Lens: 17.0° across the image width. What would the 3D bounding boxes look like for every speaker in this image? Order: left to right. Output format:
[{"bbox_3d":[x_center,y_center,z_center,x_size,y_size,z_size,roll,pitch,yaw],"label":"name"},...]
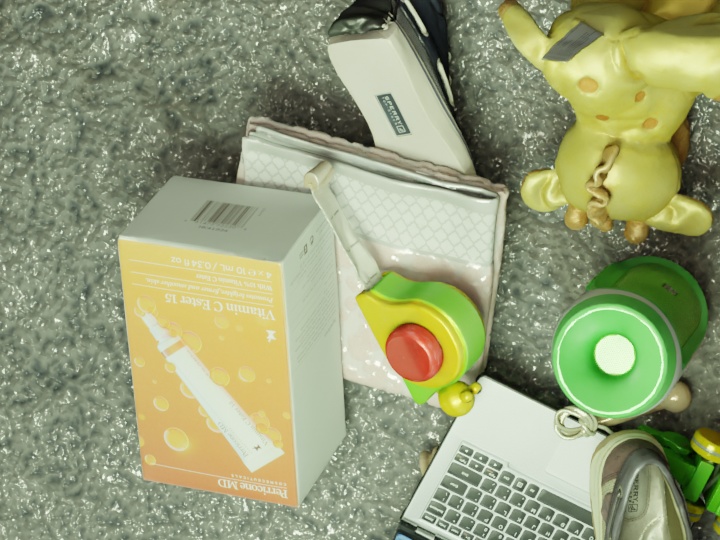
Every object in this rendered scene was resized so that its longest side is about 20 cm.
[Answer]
[{"bbox_3d":[0.181,0.042,1.600,0.088,0.200,0.089,2,99,14],"label":"speaker"}]

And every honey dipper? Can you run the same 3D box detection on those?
[{"bbox_3d":[0.139,0.115,1.710,0.199,0.038,0.038,-20,93,15],"label":"honey dipper"}]

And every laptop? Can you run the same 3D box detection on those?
[{"bbox_3d":[0.120,0.211,1.665,0.187,0.116,0.200,26,108,-6],"label":"laptop"}]

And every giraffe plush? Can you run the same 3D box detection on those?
[{"bbox_3d":[0.185,-0.106,1.609,0.172,0.200,0.163,29,134,40],"label":"giraffe plush"}]

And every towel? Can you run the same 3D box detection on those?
[{"bbox_3d":[0.000,0.000,1.700,0.199,0.032,0.192,16,124,13],"label":"towel"}]

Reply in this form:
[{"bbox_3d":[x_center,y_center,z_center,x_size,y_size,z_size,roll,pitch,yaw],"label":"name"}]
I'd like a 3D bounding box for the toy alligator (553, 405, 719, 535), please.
[{"bbox_3d":[0.227,0.134,1.666,0.199,0.054,0.059,26,108,2],"label":"toy alligator"}]

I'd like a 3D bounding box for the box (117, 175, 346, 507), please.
[{"bbox_3d":[-0.087,0.049,1.687,0.124,0.098,0.201,8,122,19],"label":"box"}]

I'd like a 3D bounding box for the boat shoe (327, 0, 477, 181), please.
[{"bbox_3d":[0.046,-0.117,1.683,0.074,0.093,0.200,-2,129,28],"label":"boat shoe"}]

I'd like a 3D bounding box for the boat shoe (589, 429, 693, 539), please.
[{"bbox_3d":[0.194,0.210,1.621,0.072,0.065,0.201,-7,100,-3],"label":"boat shoe"}]

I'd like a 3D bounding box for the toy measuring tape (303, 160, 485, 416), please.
[{"bbox_3d":[0.033,0.011,1.635,0.073,0.074,0.200,-24,103,17],"label":"toy measuring tape"}]
